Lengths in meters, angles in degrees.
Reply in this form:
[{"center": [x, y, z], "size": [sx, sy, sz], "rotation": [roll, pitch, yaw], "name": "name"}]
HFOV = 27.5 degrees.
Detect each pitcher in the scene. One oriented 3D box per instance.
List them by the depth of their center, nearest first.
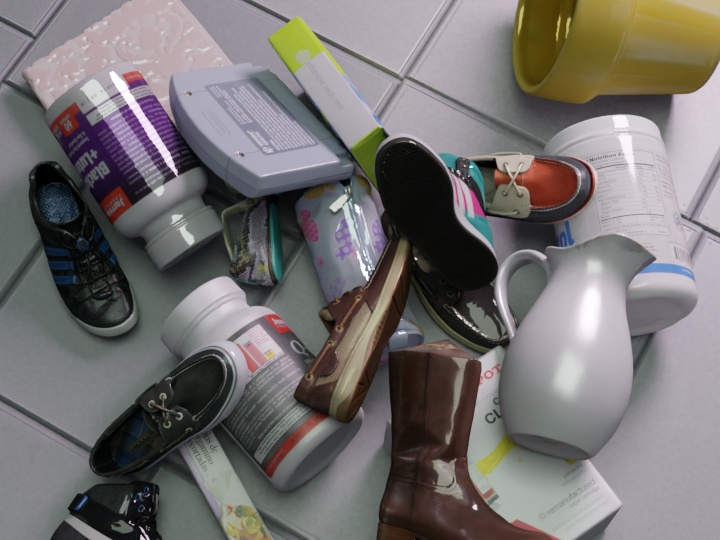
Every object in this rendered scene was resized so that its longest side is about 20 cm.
[{"center": [0.183, 0.070, 1.395], "size": [0.171, 0.121, 0.201], "rotation": [-2, 66, 47], "name": "pitcher"}]

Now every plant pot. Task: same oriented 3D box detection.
[{"center": [0.286, -0.272, 1.593], "size": [0.188, 0.201, 0.202], "rotation": [10, 66, -15], "name": "plant pot"}]

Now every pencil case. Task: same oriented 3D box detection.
[{"center": [0.000, 0.000, 1.513], "size": [0.083, 0.091, 0.201], "rotation": [-5, 66, -34], "name": "pencil case"}]

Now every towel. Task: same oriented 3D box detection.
[{"center": [-0.244, -0.199, 1.622], "size": [0.200, 0.032, 0.191], "rotation": [-35, 72, -11], "name": "towel"}]

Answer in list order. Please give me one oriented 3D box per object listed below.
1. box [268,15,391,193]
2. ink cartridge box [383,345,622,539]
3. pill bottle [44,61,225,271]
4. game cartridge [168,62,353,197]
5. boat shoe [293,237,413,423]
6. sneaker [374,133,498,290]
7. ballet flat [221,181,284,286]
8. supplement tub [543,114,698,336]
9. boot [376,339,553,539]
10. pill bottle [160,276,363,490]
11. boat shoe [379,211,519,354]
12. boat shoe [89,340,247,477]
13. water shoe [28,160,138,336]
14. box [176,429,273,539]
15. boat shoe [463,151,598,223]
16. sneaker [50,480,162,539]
[{"center": [-0.013, -0.164, 1.548], "size": [0.048, 0.122, 0.200], "rotation": [-36, 61, 3], "name": "box"}, {"center": [0.134, 0.197, 1.435], "size": [0.145, 0.083, 0.200], "rotation": [-32, 71, -14], "name": "ink cartridge box"}, {"center": [-0.228, -0.104, 1.517], "size": [0.111, 0.111, 0.200], "rotation": [-33, 89, -14], "name": "pill bottle"}, {"center": [-0.112, -0.146, 1.514], "size": [0.133, 0.041, 0.200], "rotation": [-10, 42, -32], "name": "game cartridge"}, {"center": [-0.007, 0.048, 1.406], "size": [0.072, 0.072, 0.201], "rotation": [17, 65, 14], "name": "boat shoe"}, {"center": [0.071, -0.085, 1.447], "size": [0.083, 0.200, 0.121], "rotation": [-25, 39, 13], "name": "sneaker"}, {"center": [-0.113, -0.077, 1.558], "size": [0.072, 0.072, 0.201], "rotation": [3, 65, 0], "name": "ballet flat"}, {"center": [0.266, -0.043, 1.516], "size": [0.131, 0.132, 0.201], "rotation": [-6, 66, -4], "name": "supplement tub"}, {"center": [0.102, 0.162, 1.350], "size": [0.186, 0.064, 0.201], "rotation": [3, 80, 23], "name": "boot"}, {"center": [-0.100, 0.108, 1.450], "size": [0.116, 0.116, 0.200], "rotation": [-39, 73, -16], "name": "pill bottle"}, {"center": [0.090, 0.002, 1.527], "size": [0.072, 0.066, 0.201], "rotation": [-36, 72, -16], "name": "boat shoe"}, {"center": [-0.185, 0.140, 1.405], "size": [0.200, 0.057, 0.069], "rotation": [-42, 78, 29], "name": "boat shoe"}, {"center": [-0.296, -0.021, 1.521], "size": [0.071, 0.079, 0.200], "rotation": [-28, 70, -12], "name": "water shoe"}, {"center": [-0.130, 0.225, 1.441], "size": [0.039, 0.041, 0.200], "rotation": [-27, 69, -13], "name": "box"}, {"center": [0.152, -0.089, 1.510], "size": [0.200, 0.062, 0.071], "rotation": [6, 83, 46], "name": "boat shoe"}, {"center": [-0.195, 0.264, 1.404], "size": [0.199, 0.073, 0.112], "rotation": [20, 69, 9], "name": "sneaker"}]
